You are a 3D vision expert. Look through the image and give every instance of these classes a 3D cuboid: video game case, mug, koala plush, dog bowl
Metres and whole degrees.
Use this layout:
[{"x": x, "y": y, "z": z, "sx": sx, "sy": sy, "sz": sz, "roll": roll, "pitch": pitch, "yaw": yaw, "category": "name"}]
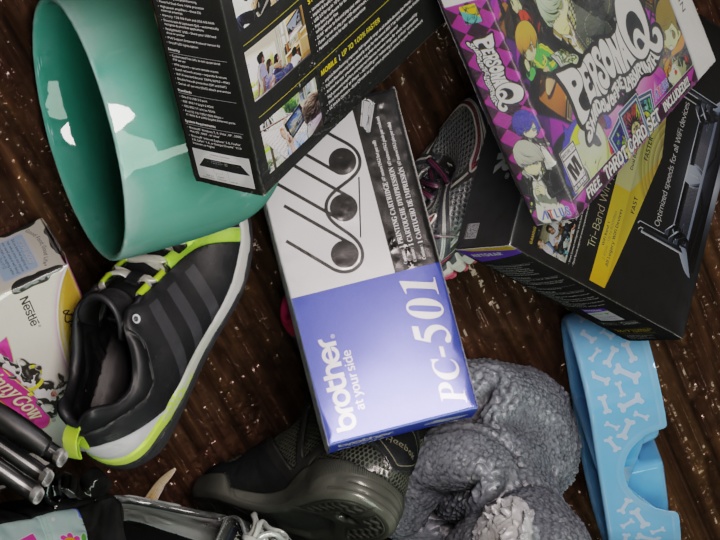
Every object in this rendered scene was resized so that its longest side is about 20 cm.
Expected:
[{"x": 0.122, "y": -0.153, "z": 1.486, "sx": 0.200, "sy": 0.036, "sz": 0.182, "roll": -45, "pitch": 117, "yaw": -46, "category": "video game case"}, {"x": -0.107, "y": -0.107, "z": 1.452, "sx": 0.114, "sy": 0.152, "sz": 0.186, "roll": -16, "pitch": 125, "yaw": -19, "category": "mug"}, {"x": 0.091, "y": 0.170, "z": 1.685, "sx": 0.184, "sy": 0.200, "sz": 0.177, "roll": -38, "pitch": 127, "yaw": 1, "category": "koala plush"}, {"x": 0.174, "y": 0.105, "z": 1.747, "sx": 0.049, "sy": 0.112, "sz": 0.201, "roll": -12, "pitch": 125, "yaw": -1, "category": "dog bowl"}]

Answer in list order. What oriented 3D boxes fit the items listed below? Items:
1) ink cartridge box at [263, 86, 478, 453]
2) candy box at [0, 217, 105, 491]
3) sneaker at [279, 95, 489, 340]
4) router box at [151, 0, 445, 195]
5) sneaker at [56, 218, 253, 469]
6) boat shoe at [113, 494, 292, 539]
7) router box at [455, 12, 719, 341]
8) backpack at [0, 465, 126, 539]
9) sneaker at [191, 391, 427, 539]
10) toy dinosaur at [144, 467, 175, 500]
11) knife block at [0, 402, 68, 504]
[{"x": 0.000, "y": 0.000, "z": 1.549, "sx": 0.094, "sy": 0.044, "sz": 0.201, "roll": -14, "pitch": 81, "yaw": -5, "category": "ink cartridge box"}, {"x": -0.251, "y": 0.074, "z": 1.553, "sx": 0.199, "sy": 0.061, "sz": 0.137, "roll": -26, "pitch": 128, "yaw": -9, "category": "candy box"}, {"x": 0.028, "y": -0.023, "z": 1.613, "sx": 0.074, "sy": 0.081, "sz": 0.200, "roll": 23, "pitch": 108, "yaw": -32, "category": "sneaker"}, {"x": -0.027, "y": -0.156, "z": 1.370, "sx": 0.200, "sy": 0.051, "sz": 0.150, "roll": -46, "pitch": 137, "yaw": -40, "category": "router box"}, {"x": -0.123, "y": 0.021, "z": 1.519, "sx": 0.083, "sy": 0.071, "sz": 0.201, "roll": 42, "pitch": 60, "yaw": -57, "category": "sneaker"}, {"x": -0.077, "y": 0.182, "z": 1.605, "sx": 0.199, "sy": 0.074, "sz": 0.068, "roll": 18, "pitch": 139, "yaw": 12, "category": "boat shoe"}, {"x": 0.152, "y": -0.076, "z": 1.593, "sx": 0.157, "sy": 0.052, "sz": 0.201, "roll": 27, "pitch": 71, "yaw": -35, "category": "router box"}, {"x": -0.243, "y": 0.202, "z": 1.522, "sx": 0.199, "sy": 0.127, "sz": 0.167, "roll": -8, "pitch": 152, "yaw": -35, "category": "backpack"}, {"x": -0.026, "y": 0.116, "z": 1.640, "sx": 0.076, "sy": 0.199, "sz": 0.115, "roll": 38, "pitch": 61, "yaw": -22, "category": "sneaker"}, {"x": -0.177, "y": 0.222, "z": 1.665, "sx": 0.101, "sy": 0.201, "sz": 0.058, "roll": 6, "pitch": 150, "yaw": 16, "category": "toy dinosaur"}, {"x": -0.261, "y": 0.059, "z": 1.455, "sx": 0.175, "sy": 0.064, "sz": 0.201, "roll": -10, "pitch": 81, "yaw": -13, "category": "knife block"}]
